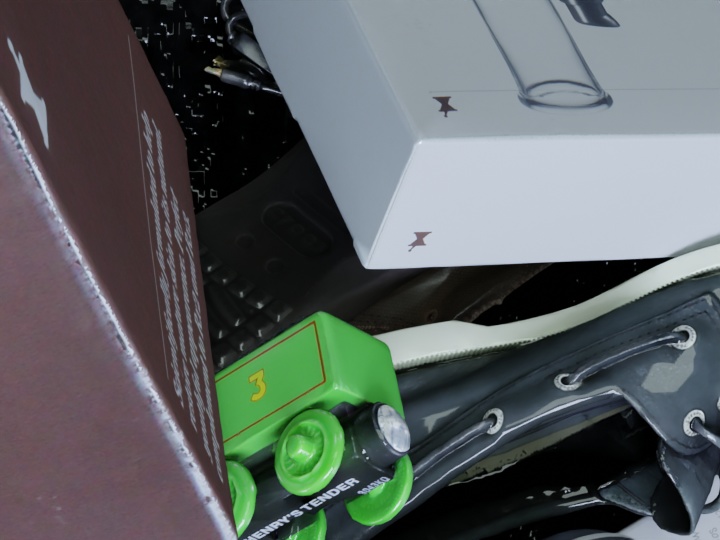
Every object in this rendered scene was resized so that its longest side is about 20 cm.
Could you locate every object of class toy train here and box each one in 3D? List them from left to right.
[{"bbox_3d":[-0.068,0.074,0.718,0.199,0.042,0.057,-31,53,27],"label":"toy train"}]

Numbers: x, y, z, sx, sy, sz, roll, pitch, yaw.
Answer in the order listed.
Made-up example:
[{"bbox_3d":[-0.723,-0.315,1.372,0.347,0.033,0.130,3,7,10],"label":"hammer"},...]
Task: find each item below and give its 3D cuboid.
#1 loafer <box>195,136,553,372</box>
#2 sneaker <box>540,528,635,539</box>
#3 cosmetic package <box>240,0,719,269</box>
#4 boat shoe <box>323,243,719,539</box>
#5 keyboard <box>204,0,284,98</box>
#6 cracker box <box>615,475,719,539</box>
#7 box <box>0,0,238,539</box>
[{"bbox_3d":[0.000,0.000,0.793,0.199,0.071,0.073,-28,52,-21],"label":"loafer"},{"bbox_3d":[-0.010,0.122,0.697,0.200,0.078,0.080,-42,50,8],"label":"sneaker"},{"bbox_3d":[0.070,-0.072,0.752,0.199,0.052,0.151,-3,49,-27],"label":"cosmetic package"},{"bbox_3d":[0.071,0.043,0.725,0.198,0.075,0.066,-11,58,-6],"label":"boat shoe"},{"bbox_3d":[0.035,-0.063,0.777,0.199,0.021,0.127,33,47,14],"label":"keyboard"},{"bbox_3d":[0.143,0.115,0.762,0.199,0.058,0.134,-27,73,-21],"label":"cracker box"},{"bbox_3d":[-0.156,-0.008,0.662,0.199,0.165,0.167,-18,41,7],"label":"box"}]
